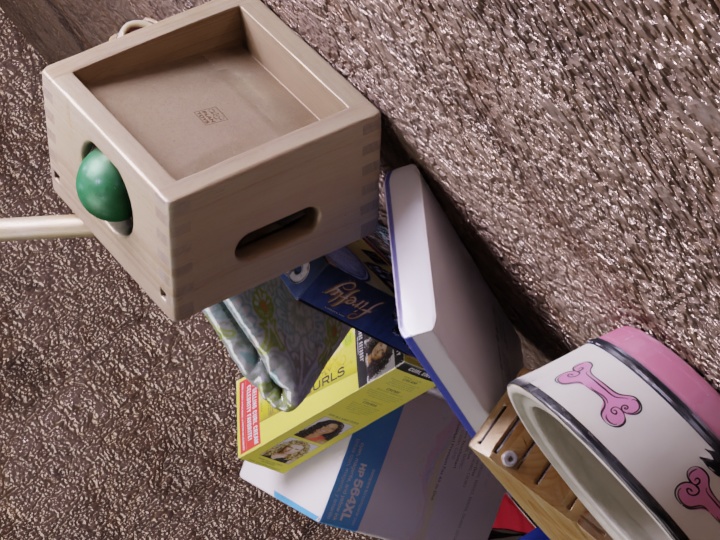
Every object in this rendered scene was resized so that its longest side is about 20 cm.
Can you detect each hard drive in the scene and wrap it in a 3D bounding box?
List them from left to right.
[{"bbox_3d":[0.067,0.042,1.536,0.200,0.025,0.132,56,-158,-48],"label":"hard drive"}]

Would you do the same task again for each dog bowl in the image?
[{"bbox_3d":[0.171,0.114,1.289,0.200,0.074,0.200,49,174,7],"label":"dog bowl"}]

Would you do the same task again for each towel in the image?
[{"bbox_3d":[-0.071,-0.023,1.690,0.048,0.171,0.200,-20,111,36],"label":"towel"}]

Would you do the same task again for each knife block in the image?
[{"bbox_3d":[0.147,0.150,1.569,0.200,0.064,0.176,37,169,-8],"label":"knife block"}]

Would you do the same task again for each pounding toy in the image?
[{"bbox_3d":[-0.120,-0.061,1.522,0.184,0.200,0.143,45,148,37],"label":"pounding toy"}]

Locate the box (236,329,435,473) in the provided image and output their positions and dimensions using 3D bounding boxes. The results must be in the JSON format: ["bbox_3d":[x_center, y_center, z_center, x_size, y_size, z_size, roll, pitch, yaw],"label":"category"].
[{"bbox_3d":[-0.016,0.084,1.824,0.050,0.200,0.076,21,-127,-35],"label":"box"}]

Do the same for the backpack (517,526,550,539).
[{"bbox_3d":[0.185,0.277,1.769,0.168,0.162,0.200,55,174,-17],"label":"backpack"}]

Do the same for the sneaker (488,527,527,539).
[{"bbox_3d":[0.136,0.249,1.957,0.200,0.071,0.098,6,171,20],"label":"sneaker"}]

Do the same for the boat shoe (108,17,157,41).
[{"bbox_3d":[-0.183,-0.185,2.058,0.069,0.074,0.200,63,169,-17],"label":"boat shoe"}]

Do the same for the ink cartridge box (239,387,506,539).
[{"bbox_3d":[0.030,0.152,1.947,0.200,0.126,0.128,20,-179,-36],"label":"ink cartridge box"}]

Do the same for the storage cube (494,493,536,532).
[{"bbox_3d":[0.146,0.370,2.540,0.171,0.180,0.200,47,175,16],"label":"storage cube"}]

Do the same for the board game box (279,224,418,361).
[{"bbox_3d":[0.000,0.000,1.641,0.200,0.035,0.136,28,-162,-45],"label":"board game box"}]
